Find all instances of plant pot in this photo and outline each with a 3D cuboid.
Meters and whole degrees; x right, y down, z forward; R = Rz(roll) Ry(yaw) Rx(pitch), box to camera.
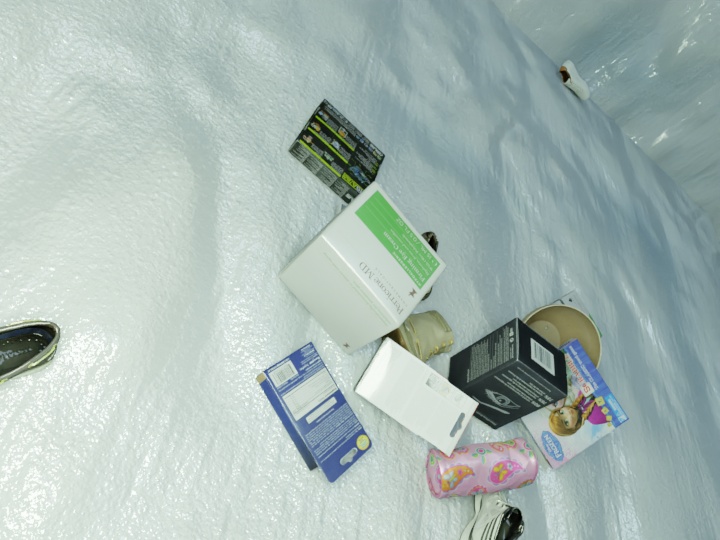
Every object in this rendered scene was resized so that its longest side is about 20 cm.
[{"bbox_3d":[0.442,0.175,1.361,0.201,0.199,0.134,50,2,-2],"label":"plant pot"}]

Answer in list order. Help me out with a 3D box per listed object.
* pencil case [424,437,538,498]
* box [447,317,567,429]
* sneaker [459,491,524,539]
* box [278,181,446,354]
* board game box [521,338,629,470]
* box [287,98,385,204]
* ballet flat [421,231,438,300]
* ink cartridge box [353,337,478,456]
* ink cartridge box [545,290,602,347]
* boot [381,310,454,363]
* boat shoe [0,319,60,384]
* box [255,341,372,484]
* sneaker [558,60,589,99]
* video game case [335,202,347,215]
[{"bbox_3d":[0.214,0.348,1.027,0.194,0.088,0.090,-4,61,-14],"label":"pencil case"},{"bbox_3d":[0.288,0.211,1.158,0.146,0.199,0.106,34,43,-19],"label":"box"},{"bbox_3d":[0.257,0.431,1.037,0.076,0.115,0.201,46,41,-5],"label":"sneaker"},{"bbox_3d":[0.000,0.000,1.020,0.200,0.199,0.171,48,55,-5],"label":"box"},{"bbox_3d":[0.442,0.289,1.264,0.203,0.197,0.041,56,2,7],"label":"board game box"},{"bbox_3d":[-0.046,-0.262,1.300,0.199,0.047,0.196,39,45,-17],"label":"box"},{"bbox_3d":[0.148,-0.018,1.305,0.067,0.046,0.203,35,43,-17],"label":"ballet flat"},{"bbox_3d":[0.096,0.220,1.015,0.198,0.050,0.110,35,80,0],"label":"ink cartridge box"},{"bbox_3d":[0.532,0.153,1.514,0.198,0.084,0.149,-17,74,-49],"label":"ink cartridge box"},{"bbox_3d":[0.128,0.170,1.134,0.152,0.073,0.204,2,56,-39],"label":"boot"},{"bbox_3d":[-0.442,0.108,0.655,0.200,0.060,0.073,-28,82,-49],"label":"boat shoe"},{"bbox_3d":[-0.071,0.229,0.936,0.120,0.032,0.203,-25,79,-48],"label":"box"},{"bbox_3d":[0.980,-0.861,2.681,0.085,0.073,0.201,-43,101,-19],"label":"sneaker"},{"bbox_3d":[0.024,-0.027,1.214,0.197,0.023,0.185,29,46,-25],"label":"video game case"}]
